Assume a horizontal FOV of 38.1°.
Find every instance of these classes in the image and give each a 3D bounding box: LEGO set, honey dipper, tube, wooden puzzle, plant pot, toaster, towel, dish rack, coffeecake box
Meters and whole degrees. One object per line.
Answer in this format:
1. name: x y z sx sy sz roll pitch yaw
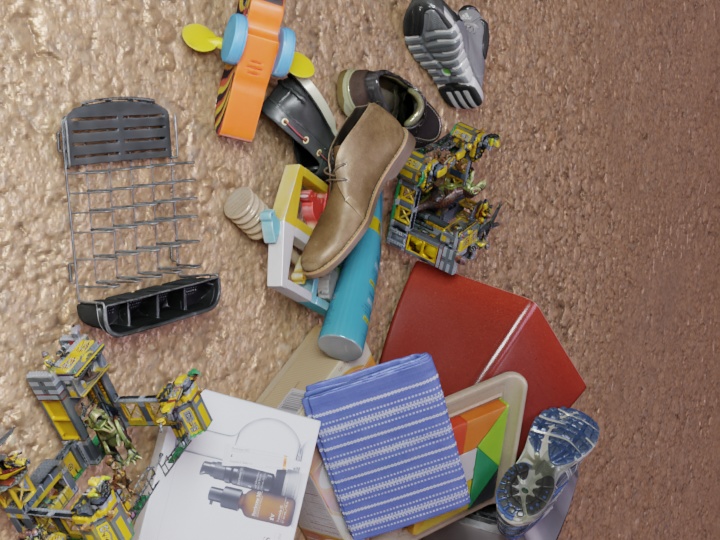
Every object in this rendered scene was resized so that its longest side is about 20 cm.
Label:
1. LEGO set: -0.224 0.127 0.853 0.200 0.151 0.117 -50 130 -42
2. honey dipper: -0.077 -0.022 1.127 0.200 0.037 0.039 45 59 -48
3. tube: 0.000 0.000 1.151 0.078 0.049 0.203 95 8 -58
4. wooden puzzle: 0.104 0.222 1.188 0.197 0.037 0.188 -13 122 -31
5. plant pot: 0.131 0.137 1.306 0.177 0.198 0.200 -53 134 -16
6. toaster: 0.182 0.293 1.368 0.182 0.197 0.120 -59 139 -30
7. towel: 0.030 0.188 1.105 0.024 0.142 0.203 -108 -179 -64
8. dish rack: -0.199 -0.053 0.936 0.153 0.054 0.204 -17 106 -58
9. coffeecake box: -0.029 0.191 1.176 0.154 0.072 0.202 -51 131 -36
10. LEGO set: 0.125 -0.087 1.279 0.199 0.115 0.156 -25 135 -56

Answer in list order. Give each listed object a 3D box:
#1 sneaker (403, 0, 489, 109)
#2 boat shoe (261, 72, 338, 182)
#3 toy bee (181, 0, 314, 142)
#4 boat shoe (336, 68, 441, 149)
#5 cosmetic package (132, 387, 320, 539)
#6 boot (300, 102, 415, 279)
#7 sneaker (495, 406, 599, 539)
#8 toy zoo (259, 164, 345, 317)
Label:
1. sneaker: 0.116 -0.310 1.336 0.201 0.074 0.117 55 46 -53
2. boat shoe: -0.045 -0.132 1.139 0.063 0.074 0.202 -44 140 -5
3. toy bee: -0.096 -0.233 1.024 0.130 0.109 0.201 33 108 -29
4. boat shoe: 0.049 -0.190 1.252 0.199 0.064 0.075 11 83 -54
5. cosmetic package: -0.134 0.225 1.003 0.148 0.052 0.204 16 78 -16
6. boot: -0.019 -0.086 1.085 0.075 0.073 0.202 43 65 -33
7. sneaker: 0.217 0.242 1.253 0.199 0.076 0.086 -38 149 -37
8. toy zoo: -0.048 -0.027 1.127 0.199 0.020 0.134 34 60 -57
